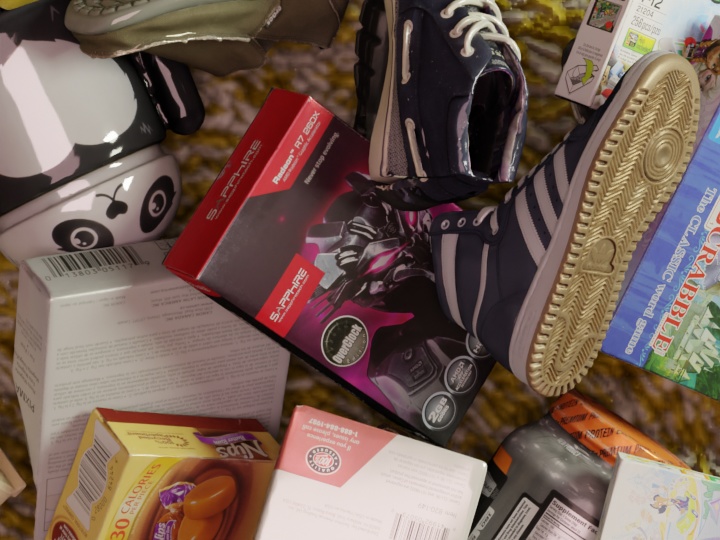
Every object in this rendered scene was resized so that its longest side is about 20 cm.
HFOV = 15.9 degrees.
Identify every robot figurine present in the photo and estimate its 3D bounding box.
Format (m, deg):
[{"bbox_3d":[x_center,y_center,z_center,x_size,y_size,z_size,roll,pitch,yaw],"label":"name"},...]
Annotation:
[{"bbox_3d":[-0.186,-0.091,1.521,0.150,0.125,0.200,-24,93,25],"label":"robot figurine"}]

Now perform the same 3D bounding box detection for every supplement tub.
[{"bbox_3d":[0.106,0.178,1.534,0.122,0.123,0.200,34,95,-1],"label":"supplement tub"}]

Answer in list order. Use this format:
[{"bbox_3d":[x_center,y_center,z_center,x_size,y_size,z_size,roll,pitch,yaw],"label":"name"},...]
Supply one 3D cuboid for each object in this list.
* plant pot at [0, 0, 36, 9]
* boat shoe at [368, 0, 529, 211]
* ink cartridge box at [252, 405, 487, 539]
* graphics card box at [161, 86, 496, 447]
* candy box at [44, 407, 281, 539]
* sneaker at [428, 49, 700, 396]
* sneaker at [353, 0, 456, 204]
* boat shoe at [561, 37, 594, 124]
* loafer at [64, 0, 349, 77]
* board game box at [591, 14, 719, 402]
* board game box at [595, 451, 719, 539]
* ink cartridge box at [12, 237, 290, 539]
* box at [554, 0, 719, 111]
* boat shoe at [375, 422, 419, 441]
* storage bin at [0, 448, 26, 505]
[{"bbox_3d":[-0.137,-0.286,1.443,0.176,0.200,0.200,-26,93,25],"label":"plant pot"},{"bbox_3d":[0.060,-0.133,1.433,0.075,0.093,0.200,5,86,-33],"label":"boat shoe"},{"bbox_3d":[-0.012,0.189,1.459,0.116,0.067,0.200,18,82,-1],"label":"ink cartridge box"},{"bbox_3d":[0.000,0.000,1.488,0.200,0.051,0.126,36,81,-28],"label":"graphics card box"},{"bbox_3d":[-0.131,0.181,1.525,0.117,0.056,0.200,7,114,-36],"label":"candy box"},{"bbox_3d":[0.108,-0.041,1.436,0.070,0.108,0.200,14,103,-42],"label":"sneaker"},{"bbox_3d":[0.034,-0.098,1.549,0.079,0.075,0.200,4,103,-8],"label":"sneaker"},{"bbox_3d":[0.176,-0.053,1.545,0.060,0.074,0.200,-11,107,47],"label":"boat shoe"},{"bbox_3d":[-0.082,-0.143,1.503,0.200,0.075,0.070,-14,113,-36],"label":"loafer"},{"bbox_3d":[0.236,-0.020,1.499,0.199,0.041,0.200,22,97,-38],"label":"board game box"},{"bbox_3d":[0.186,0.216,1.454,0.134,0.034,0.200,14,94,2],"label":"board game box"},{"bbox_3d":[-0.125,0.076,1.527,0.162,0.057,0.200,-9,129,-27],"label":"ink cartridge box"},{"bbox_3d":[0.212,-0.121,1.496,0.200,0.035,0.110,17,96,-36],"label":"box"},{"bbox_3d":[-0.023,0.182,1.523,0.074,0.076,0.200,32,81,-37],"label":"boat shoe"},{"bbox_3d":[-0.334,0.118,1.520,0.200,0.094,0.199,-44,59,5],"label":"storage bin"}]
